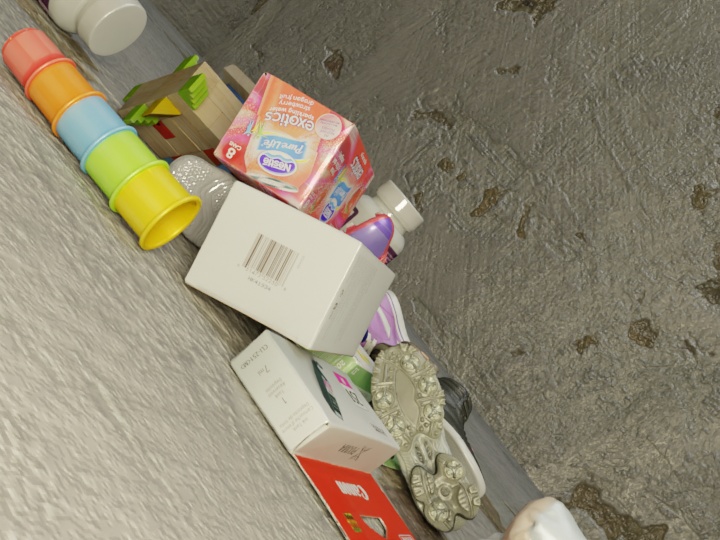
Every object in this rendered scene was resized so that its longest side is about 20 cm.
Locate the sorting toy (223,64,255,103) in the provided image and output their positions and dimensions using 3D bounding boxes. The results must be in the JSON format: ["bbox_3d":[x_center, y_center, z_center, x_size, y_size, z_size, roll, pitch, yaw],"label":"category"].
[{"bbox_3d":[-0.161,-0.161,1.245,0.199,0.069,0.201,48,-28,42],"label":"sorting toy"}]

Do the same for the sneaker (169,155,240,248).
[{"bbox_3d":[-0.151,-0.065,0.899,0.114,0.075,0.200,46,-1,41],"label":"sneaker"}]

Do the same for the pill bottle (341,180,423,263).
[{"bbox_3d":[-0.005,-0.044,1.327,0.112,0.200,0.112,50,3,-4],"label":"pill bottle"}]

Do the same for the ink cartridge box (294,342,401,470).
[{"bbox_3d":[-0.001,0.130,0.968,0.200,0.048,0.146,50,2,23],"label":"ink cartridge box"}]

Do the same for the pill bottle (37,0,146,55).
[{"bbox_3d":[-0.354,-0.365,1.061,0.200,0.112,0.112,51,3,11],"label":"pill bottle"}]

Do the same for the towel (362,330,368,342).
[{"bbox_3d":[-0.078,0.024,1.127,0.148,0.050,0.200,45,0,31],"label":"towel"}]

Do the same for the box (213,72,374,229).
[{"bbox_3d":[-0.060,-0.106,0.869,0.102,0.095,0.200,33,-3,9],"label":"box"}]

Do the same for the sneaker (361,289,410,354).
[{"bbox_3d":[0.023,0.127,1.278,0.114,0.073,0.201,-4,65,-46],"label":"sneaker"}]

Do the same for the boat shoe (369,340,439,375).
[{"bbox_3d":[0.034,0.140,1.119,0.074,0.073,0.200,42,-18,0],"label":"boat shoe"}]

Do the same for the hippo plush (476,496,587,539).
[{"bbox_3d":[0.115,0.266,0.563,0.200,0.160,0.160,36,26,30],"label":"hippo plush"}]

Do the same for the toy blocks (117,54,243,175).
[{"bbox_3d":[-0.183,-0.156,0.981,0.200,0.100,0.137,2,-40,51],"label":"toy blocks"}]

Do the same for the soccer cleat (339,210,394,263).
[{"bbox_3d":[0.000,0.000,0.953,0.077,0.066,0.200,63,-26,12],"label":"soccer cleat"}]

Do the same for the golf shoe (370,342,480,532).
[{"bbox_3d":[0.059,0.180,0.916,0.097,0.078,0.201,98,-23,-68],"label":"golf shoe"}]

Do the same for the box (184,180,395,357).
[{"bbox_3d":[-0.055,0.007,0.790,0.124,0.098,0.200,26,-2,13],"label":"box"}]

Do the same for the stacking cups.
[{"bbox_3d":[-0.212,-0.108,0.679,0.200,0.060,0.061,48,3,6],"label":"stacking cups"}]

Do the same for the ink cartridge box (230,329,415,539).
[{"bbox_3d":[-0.009,0.146,0.708,0.174,0.044,0.200,51,3,24],"label":"ink cartridge box"}]

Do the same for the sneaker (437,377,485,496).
[{"bbox_3d":[0.133,0.220,1.196,0.099,0.071,0.200,-7,48,-39],"label":"sneaker"}]
